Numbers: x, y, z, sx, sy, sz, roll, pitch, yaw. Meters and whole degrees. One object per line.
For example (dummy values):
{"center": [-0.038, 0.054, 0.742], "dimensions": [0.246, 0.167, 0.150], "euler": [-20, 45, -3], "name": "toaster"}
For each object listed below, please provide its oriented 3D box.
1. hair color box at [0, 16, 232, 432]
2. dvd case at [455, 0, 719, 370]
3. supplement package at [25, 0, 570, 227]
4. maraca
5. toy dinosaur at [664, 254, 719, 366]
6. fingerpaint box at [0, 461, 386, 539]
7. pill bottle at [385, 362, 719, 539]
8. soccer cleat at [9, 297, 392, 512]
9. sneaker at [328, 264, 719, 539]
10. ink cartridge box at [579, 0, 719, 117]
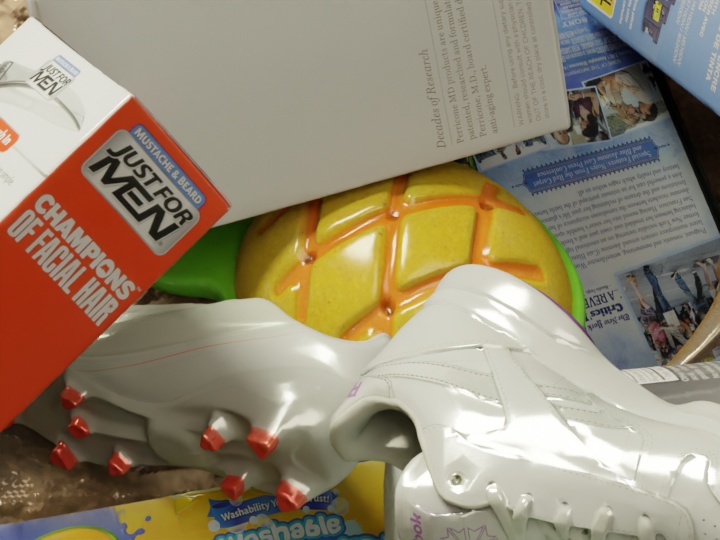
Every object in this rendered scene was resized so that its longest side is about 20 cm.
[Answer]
{"center": [-0.152, 0.011, 0.786], "dimensions": [0.200, 0.111, 0.064], "euler": [-45, 123, -5], "name": "hair color box"}
{"center": [0.092, -0.033, 1.022], "dimensions": [0.142, 0.018, 0.201], "euler": [-15, 75, -21], "name": "dvd case"}
{"center": [-0.031, -0.104, 0.914], "dimensions": [0.199, 0.117, 0.118], "euler": [-16, 119, -6], "name": "supplement package"}
{"center": [0.000, 0.000, 0.941], "dimensions": [0.199, 0.107, 0.137], "euler": [30, 55, 26], "name": "maraca"}
{"center": [0.175, -0.001, 0.981], "dimensions": [0.060, 0.106, 0.200], "euler": [47, 52, -17], "name": "toy dinosaur"}
{"center": [-0.045, 0.171, 0.881], "dimensions": [0.199, 0.073, 0.168], "euler": [-9, 74, -20], "name": "fingerpaint box"}
{"center": [0.114, 0.092, 0.845], "dimensions": [0.199, 0.111, 0.111], "euler": [-5, 72, -11], "name": "pill bottle"}
{"center": [-0.074, 0.042, 0.885], "dimensions": [0.199, 0.070, 0.078], "euler": [11, 45, 35], "name": "soccer cleat"}
{"center": [0.073, 0.077, 0.730], "dimensions": [0.100, 0.075, 0.200], "euler": [-39, 46, -21], "name": "sneaker"}
{"center": [0.202, -0.106, 0.974], "dimensions": [0.136, 0.200, 0.077], "euler": [4, 113, -24], "name": "ink cartridge box"}
